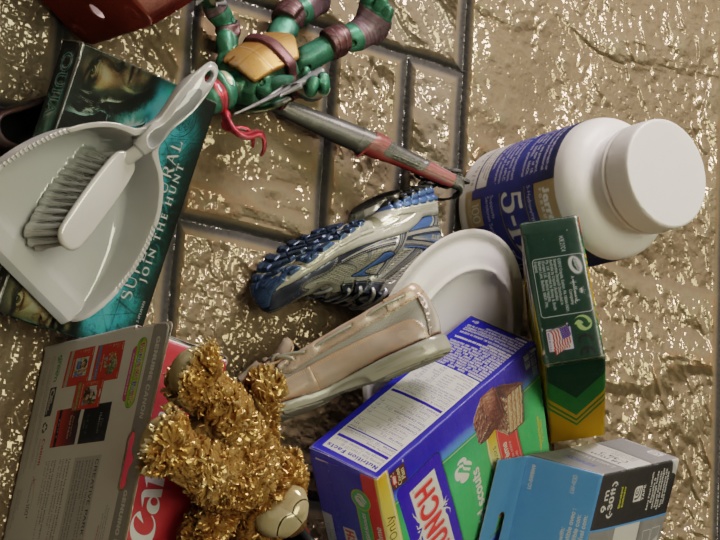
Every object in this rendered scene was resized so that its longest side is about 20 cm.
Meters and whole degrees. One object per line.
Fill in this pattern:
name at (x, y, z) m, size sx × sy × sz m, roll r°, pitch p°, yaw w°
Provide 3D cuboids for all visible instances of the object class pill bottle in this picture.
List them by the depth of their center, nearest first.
pill bottle at (0.187, -0.063, 1.668) m, size 0.119 × 0.200 × 0.120 m, roll 8°, pitch 76°, yaw -35°

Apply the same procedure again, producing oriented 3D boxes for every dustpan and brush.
dustpan and brush at (-0.172, -0.073, 1.391) m, size 0.200 × 0.057 × 0.140 m, roll -55°, pitch 130°, yaw -19°

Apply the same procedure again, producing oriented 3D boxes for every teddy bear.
teddy bear at (-0.085, 0.130, 1.335) m, size 0.145 × 0.066 × 0.201 m, roll -61°, pitch 145°, yaw -43°

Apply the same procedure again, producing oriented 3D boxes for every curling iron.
curling iron at (0.004, -0.100, 1.641) m, size 0.199 × 0.050 × 0.026 m, roll 22°, pitch 68°, yaw -26°

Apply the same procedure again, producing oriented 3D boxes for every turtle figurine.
turtle figurine at (-0.073, -0.174, 1.560) m, size 0.150 × 0.101 × 0.200 m, roll 41°, pitch 48°, yaw 14°

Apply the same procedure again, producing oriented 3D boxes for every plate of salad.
plate of salad at (0.063, 0.060, 1.625) m, size 0.200 × 0.048 × 0.201 m, roll -24°, pitch 124°, yaw -42°

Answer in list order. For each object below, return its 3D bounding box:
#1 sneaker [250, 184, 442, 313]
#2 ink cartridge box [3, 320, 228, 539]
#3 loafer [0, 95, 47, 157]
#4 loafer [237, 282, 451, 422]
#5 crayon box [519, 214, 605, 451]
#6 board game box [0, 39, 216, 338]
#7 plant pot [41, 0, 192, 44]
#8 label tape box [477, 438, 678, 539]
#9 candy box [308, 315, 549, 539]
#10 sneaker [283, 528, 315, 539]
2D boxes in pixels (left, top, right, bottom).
sneaker at (0.000, 0.000, 1.597) m, size 0.200 × 0.077 × 0.086 m, roll -28°, pitch 102°, yaw -37°
ink cartridge box at (-0.165, 0.148, 1.378) m, size 0.084 × 0.175 × 0.201 m, roll 22°, pitch 69°, yaw -33°
loafer at (-0.202, -0.104, 1.469) m, size 0.199 × 0.063 × 0.072 m, roll -12°, pitch 87°, yaw -38°
loafer at (-0.032, 0.071, 1.520) m, size 0.199 × 0.072 × 0.063 m, roll -21°, pitch 82°, yaw 2°
crayon box at (0.167, 0.057, 1.628) m, size 0.051 × 0.200 × 0.128 m, roll -9°, pitch 64°, yaw 2°
board game box at (-0.190, -0.051, 1.443) m, size 0.135 × 0.028 × 0.201 m, roll 21°, pitch 85°, yaw -45°
plant pot at (-0.171, -0.280, 1.459) m, size 0.200 × 0.200 × 0.177 m, roll 45°, pitch 69°, yaw -21°
label tape box at (0.174, 0.221, 1.625) m, size 0.200 × 0.063 × 0.145 m, roll -2°, pitch 108°, yaw -54°
candy box at (0.062, 0.163, 1.571) m, size 0.200 × 0.077 × 0.170 m, roll -37°, pitch 131°, yaw -34°
sneaker at (-0.039, 0.268, 1.506) m, size 0.075 × 0.084 × 0.201 m, roll -36°, pitch 103°, yaw -36°
